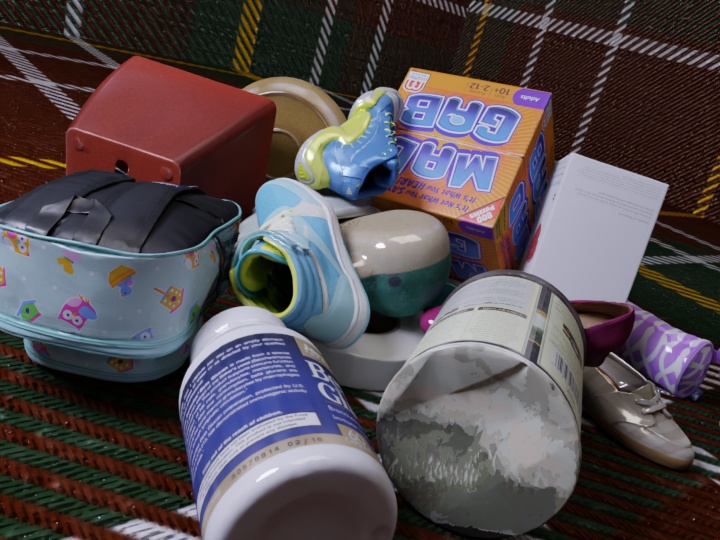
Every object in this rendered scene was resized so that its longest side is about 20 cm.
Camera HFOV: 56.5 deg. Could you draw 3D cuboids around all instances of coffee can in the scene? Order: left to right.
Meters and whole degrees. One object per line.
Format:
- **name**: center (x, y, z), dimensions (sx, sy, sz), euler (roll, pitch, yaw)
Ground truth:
- **coffee can**: center (0.109, 0.095, 0.553), dimensions (0.145, 0.148, 0.200), euler (21, 20, 13)

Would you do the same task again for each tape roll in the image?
- **tape roll**: center (-0.012, 0.058, 0.720), dimensions (0.200, 0.038, 0.203), euler (14, 20, -5)

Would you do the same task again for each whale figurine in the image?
- **whale figurine**: center (0.000, 0.000, 0.723), dimensions (0.197, 0.105, 0.159), euler (-6, 19, 11)

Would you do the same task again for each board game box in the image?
- **board game box**: center (0.134, -0.114, 0.905), dimensions (0.197, 0.202, 0.201), euler (18, -21, 26)

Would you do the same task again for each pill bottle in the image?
- **pill bottle**: center (-0.060, 0.105, 0.442), dimensions (0.109, 0.113, 0.200), euler (7, 22, -25)

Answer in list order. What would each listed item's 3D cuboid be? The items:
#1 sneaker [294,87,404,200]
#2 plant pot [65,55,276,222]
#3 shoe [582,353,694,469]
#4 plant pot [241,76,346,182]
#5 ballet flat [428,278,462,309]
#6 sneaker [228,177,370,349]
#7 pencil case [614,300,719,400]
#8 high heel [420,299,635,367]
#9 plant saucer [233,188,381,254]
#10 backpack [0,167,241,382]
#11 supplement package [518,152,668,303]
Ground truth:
- **sneaker**: center (0.016, -0.140, 0.783), dimensions (0.104, 0.076, 0.200), euler (32, 53, 17)
- **plant pot**: center (-0.234, -0.110, 0.783), dimensions (0.197, 0.202, 0.177), euler (19, 30, 7)
- **shoe**: center (0.270, 0.126, 0.713), dimensions (0.069, 0.054, 0.200), euler (-9, 41, -41)
- **plant pot**: center (-0.107, -0.150, 0.874), dimensions (0.197, 0.203, 0.027), euler (18, 9, 4)
- **ballet flat**: center (0.157, 0.080, 0.738), dimensions (0.200, 0.074, 0.073), euler (42, 29, 26)
- **sneaker**: center (-0.074, -0.027, 0.610), dimensions (0.130, 0.079, 0.201), euler (23, 30, -52)
- **pencil case**: center (0.366, 0.082, 0.885), dimensions (0.085, 0.085, 0.200), euler (-33, 43, -19)
- **high heel**: center (0.159, 0.045, 0.655), dimensions (0.196, 0.097, 0.068), euler (5, 55, 1)
- **plant saucer**: center (-0.074, -0.060, 0.802), dimensions (0.197, 0.051, 0.200), euler (-15, -4, -1)
- **backpack**: center (-0.200, 0.002, 0.544), dimensions (0.173, 0.156, 0.200), euler (14, 9, -2)
- **supplement package**: center (0.270, -0.024, 0.825), dimensions (0.118, 0.203, 0.121), euler (19, 5, 5)
